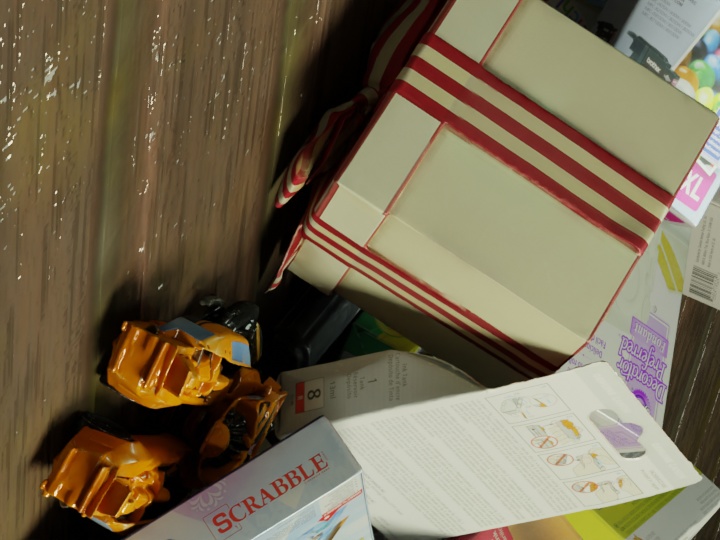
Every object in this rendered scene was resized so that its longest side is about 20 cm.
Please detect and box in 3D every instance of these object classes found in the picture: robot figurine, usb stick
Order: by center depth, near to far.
[{"bbox_3d":[-0.098,0.083,1.344,0.145,0.058,0.200,-63,163,4],"label":"robot figurine"},{"bbox_3d":[0.000,0.000,1.558,0.200,0.033,0.056,-49,164,-41],"label":"usb stick"}]

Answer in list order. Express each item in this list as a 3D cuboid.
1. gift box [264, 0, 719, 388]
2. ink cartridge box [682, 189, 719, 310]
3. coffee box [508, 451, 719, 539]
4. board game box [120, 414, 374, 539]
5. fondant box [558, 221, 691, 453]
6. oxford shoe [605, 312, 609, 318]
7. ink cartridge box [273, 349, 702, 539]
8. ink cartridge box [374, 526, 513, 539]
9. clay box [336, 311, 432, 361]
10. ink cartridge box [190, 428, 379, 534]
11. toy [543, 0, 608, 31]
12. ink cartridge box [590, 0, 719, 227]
[{"bbox_3d":[0.059,-0.042,1.424,0.185,0.187,0.200,-57,-178,-25],"label":"gift box"},{"bbox_3d":[0.248,-0.056,1.938,0.083,0.200,0.147,-58,164,-26],"label":"ink cartridge box"},{"bbox_3d":[0.107,0.188,1.822,0.200,0.198,0.200,-52,168,22],"label":"coffee box"},{"bbox_3d":[-0.087,0.174,1.382,0.200,0.041,0.200,-31,161,-9],"label":"board game box"},{"bbox_3d":[0.158,0.008,1.728,0.144,0.058,0.200,31,63,-43],"label":"fondant box"},{"bbox_3d":[0.164,-0.060,1.594,0.071,0.074,0.200,29,67,-68],"label":"oxford shoe"},{"bbox_3d":[0.073,0.090,1.438,0.162,0.200,0.050,47,34,-50],"label":"ink cartridge box"},{"bbox_3d":[-0.002,0.233,1.510,0.200,0.145,0.084,-38,108,-50],"label":"ink cartridge box"},{"bbox_3d":[0.028,0.047,1.659,0.115,0.048,0.200,-66,172,30],"label":"clay box"},{"bbox_3d":[-0.055,0.140,1.519,0.200,0.039,0.100,-19,138,-33],"label":"ink cartridge box"},{"bbox_3d":[0.178,-0.220,1.571,0.200,0.047,0.115,-46,116,-20],"label":"toy"},{"bbox_3d":[0.206,-0.141,1.551,0.200,0.119,0.042,-61,-152,-6],"label":"ink cartridge box"}]
